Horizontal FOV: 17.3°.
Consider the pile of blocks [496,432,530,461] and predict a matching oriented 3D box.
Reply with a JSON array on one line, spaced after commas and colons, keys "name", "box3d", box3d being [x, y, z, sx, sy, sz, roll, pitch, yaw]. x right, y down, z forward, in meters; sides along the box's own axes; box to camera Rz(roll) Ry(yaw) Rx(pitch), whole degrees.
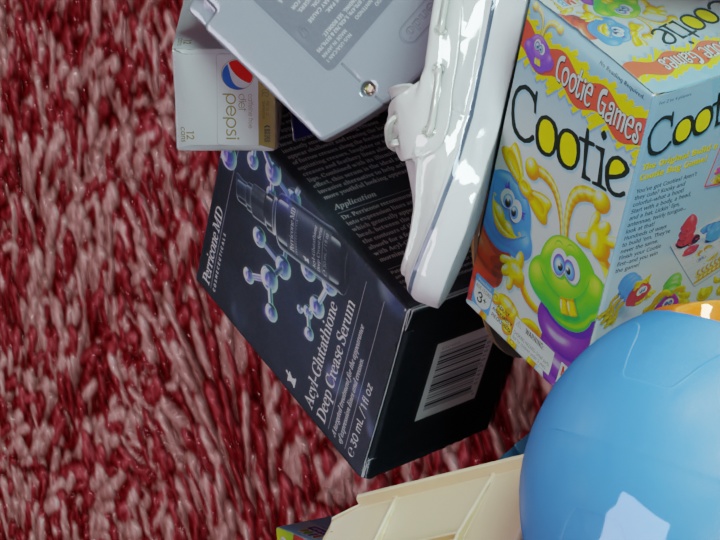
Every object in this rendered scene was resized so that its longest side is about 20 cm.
[{"name": "pile of blocks", "box3d": [0.109, 0.133, 1.413, 0.062, 0.082, 0.200, 52, 146, 9]}]

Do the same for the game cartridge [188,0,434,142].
[{"name": "game cartridge", "box3d": [0.012, -0.177, 1.328, 0.133, 0.040, 0.200, 45, 103, 10]}]

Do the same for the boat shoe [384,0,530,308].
[{"name": "boat shoe", "box3d": [0.045, -0.082, 1.275, 0.074, 0.065, 0.202, 65, -141, -80]}]

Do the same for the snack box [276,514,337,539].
[{"name": "snack box", "box3d": [0.009, 0.279, 1.601, 0.168, 0.067, 0.202, -172, 74, -66]}]

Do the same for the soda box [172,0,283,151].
[{"name": "soda box", "box3d": [-0.077, -0.145, 1.467, 0.200, 0.063, 0.069, -86, -4, -62]}]

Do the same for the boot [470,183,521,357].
[{"name": "boot", "box3d": [0.085, -0.051, 1.379, 0.075, 0.073, 0.202, -171, 75, -65]}]

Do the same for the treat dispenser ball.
[{"name": "treat dispenser ball", "box3d": [0.179, 0.115, 1.191, 0.200, 0.200, 0.202, 31, 130, 45]}]

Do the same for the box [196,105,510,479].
[{"name": "box", "box3d": [0.000, 0.000, 1.485, 0.200, 0.106, 0.149, 48, 141, 33]}]

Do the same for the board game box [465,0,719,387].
[{"name": "board game box", "box3d": [0.140, -0.047, 1.256, 0.103, 0.104, 0.201, 45, 138, 37]}]

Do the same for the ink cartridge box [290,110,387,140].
[{"name": "ink cartridge box", "box3d": [-0.004, -0.181, 1.411, 0.037, 0.094, 0.202, 24, 125, 47]}]

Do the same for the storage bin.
[{"name": "storage bin", "box3d": [0.091, 0.212, 1.357, 0.200, 0.094, 0.198, 42, 144, -23]}]
